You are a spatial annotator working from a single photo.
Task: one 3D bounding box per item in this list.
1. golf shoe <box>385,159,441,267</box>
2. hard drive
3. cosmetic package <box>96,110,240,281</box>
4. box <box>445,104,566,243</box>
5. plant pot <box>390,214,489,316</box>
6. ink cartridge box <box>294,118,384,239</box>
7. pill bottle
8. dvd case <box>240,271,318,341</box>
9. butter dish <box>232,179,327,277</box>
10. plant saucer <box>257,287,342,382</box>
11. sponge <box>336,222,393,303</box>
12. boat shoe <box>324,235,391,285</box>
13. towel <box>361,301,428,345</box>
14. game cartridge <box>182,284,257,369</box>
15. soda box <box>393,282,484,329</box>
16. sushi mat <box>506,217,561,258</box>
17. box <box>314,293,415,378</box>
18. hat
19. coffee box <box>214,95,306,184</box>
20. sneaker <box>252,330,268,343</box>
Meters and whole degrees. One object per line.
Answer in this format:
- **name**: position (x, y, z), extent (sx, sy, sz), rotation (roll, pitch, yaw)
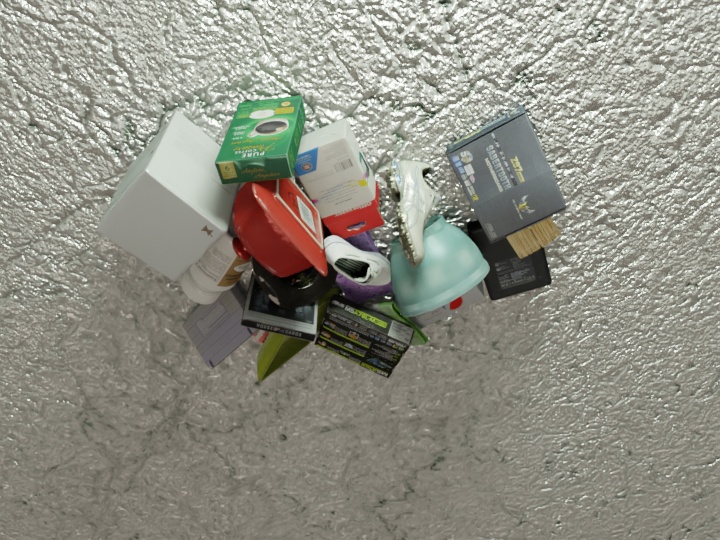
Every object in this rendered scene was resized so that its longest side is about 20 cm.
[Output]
- **golf shoe**: position (0.106, -0.111, 1.089), extent (0.094, 0.206, 0.079), rotation (-8, 164, -5)
- **hard drive**: position (0.312, -0.033, 1.249), extent (0.136, 0.033, 0.202), rotation (-16, 129, 15)
- **cosmetic package**: position (-0.327, -0.132, 1.069), extent (0.166, 0.203, 0.165), rotation (-36, 122, 28)
- **box**: position (0.265, -0.170, 1.094), extent (0.155, 0.051, 0.203), rotation (-24, 114, 19)
- **plant pot**: position (0.137, -0.022, 1.178), extent (0.196, 0.200, 0.137), rotation (-25, 100, 21)
- **ink cartridge box**: position (-0.038, -0.163, 1.123), extent (0.113, 0.068, 0.202), rotation (-16, 129, 16)
- **pill bottle**: position (-0.284, -0.026, 1.216), extent (0.113, 0.116, 0.200), rotation (28, 126, -21)
- **dvd case**: position (-0.157, 0.056, 1.226), extent (0.146, 0.202, 0.025), rotation (13, 124, -11)
- **butter dish**: position (-0.159, -0.073, 1.043), extent (0.146, 0.202, 0.200), rotation (-34, 122, 14)
- **plant saucer**: position (-0.145, 0.128, 1.323), extent (0.048, 0.199, 0.202), rotation (41, 129, 12)
- **sponge**: position (-0.010, -0.015, 1.276), extent (0.109, 0.030, 0.202), rotation (-16, 128, 15)
- **boat shoe**: position (0.000, 0.000, 1.197), extent (0.197, 0.067, 0.074), rotation (21, 119, -40)
- **towel**: position (0.038, 0.130, 1.348), extent (0.197, 0.031, 0.149), rotation (-12, 135, 46)
- **game cartridge**: position (-0.314, 0.121, 1.352), extent (0.199, 0.038, 0.132), rotation (-38, 81, 34)
- **soda box**: position (0.169, 0.060, 1.314), extent (0.197, 0.065, 0.068), rotation (-28, 126, 24)
- **sushi mat**: position (0.297, -0.121, 1.154), extent (0.094, 0.012, 0.201), rotation (-31, 110, 21)
- **box**: position (0.004, 0.150, 1.339), extent (0.195, 0.048, 0.194), rotation (24, 149, 1)
- **hat**: position (-0.137, -0.033, 1.194), extent (0.195, 0.081, 0.207), rotation (-8, 108, -25)
- **coffee box**: position (-0.159, -0.218, 0.989), extent (0.119, 0.203, 0.045), rotation (-5, 131, 6)
- **sneaker**: position (-0.222, 0.093, 1.332), extent (0.085, 0.075, 0.201), rotation (28, 141, -9)
